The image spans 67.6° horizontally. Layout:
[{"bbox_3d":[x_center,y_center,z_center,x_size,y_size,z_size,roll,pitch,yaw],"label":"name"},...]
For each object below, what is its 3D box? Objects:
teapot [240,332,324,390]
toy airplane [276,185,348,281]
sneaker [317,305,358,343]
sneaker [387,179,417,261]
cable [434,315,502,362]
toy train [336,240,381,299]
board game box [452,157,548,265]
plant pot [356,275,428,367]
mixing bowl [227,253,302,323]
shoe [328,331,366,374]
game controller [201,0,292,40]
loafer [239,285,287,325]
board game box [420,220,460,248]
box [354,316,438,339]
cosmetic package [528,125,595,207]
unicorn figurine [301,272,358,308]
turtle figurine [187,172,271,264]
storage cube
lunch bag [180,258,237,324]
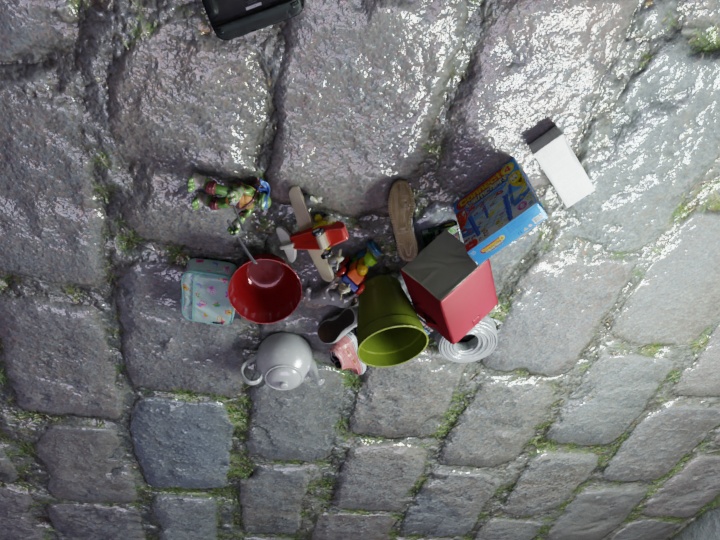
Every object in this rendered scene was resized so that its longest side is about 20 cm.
[{"bbox_3d":[-0.243,0.305,1.685,0.198,0.148,0.197,-32,125,23],"label":"teapot"},{"bbox_3d":[-0.118,-0.092,1.383,0.198,0.141,0.202,38,139,14],"label":"toy airplane"},{"bbox_3d":[-0.050,0.165,1.635,0.083,0.075,0.198,-14,166,-47],"label":"sneaker"},{"bbox_3d":[0.111,-0.134,1.402,0.068,0.109,0.207,-7,101,5],"label":"sneaker"},{"bbox_3d":[0.335,0.213,1.703,0.196,0.070,0.201,25,124,-24],"label":"cable"},{"bbox_3d":[0.000,0.000,1.415,0.084,0.201,0.116,41,111,-10],"label":"toy train"},{"bbox_3d":[0.332,-0.146,1.314,0.198,0.199,0.056,-37,124,25],"label":"board game box"},{"bbox_3d":[0.070,0.129,1.485,0.194,0.197,0.203,-8,142,-6],"label":"plant pot"},{"bbox_3d":[-0.259,0.031,1.466,0.194,0.109,0.205,-5,121,-8],"label":"mixing bowl"},{"bbox_3d":[-0.044,0.284,1.701,0.091,0.070,0.203,-43,140,-27],"label":"shoe"},{"bbox_3d":[-0.212,-0.531,1.057,0.194,0.042,0.107,-15,116,8],"label":"game controller"},{"bbox_3d":[-0.282,0.110,1.571,0.197,0.064,0.072,-32,126,21],"label":"loafer"},{"bbox_3d":[0.238,-0.042,1.511,0.102,0.024,0.203,-13,130,10],"label":"board game box"},{"bbox_3d":[0.113,0.182,1.673,0.198,0.050,0.198,35,119,-28],"label":"box"},{"bbox_3d":[0.499,-0.254,1.332,0.082,0.051,0.200,-33,125,20],"label":"cosmetic package"},{"bbox_3d":[-0.082,0.067,1.543,0.196,0.075,0.138,23,125,-22],"label":"unicorn figurine"},{"bbox_3d":[-0.321,-0.143,1.283,0.188,0.144,0.206,15,87,6],"label":"turtle figurine"},{"bbox_3d":[0.233,0.043,1.408,0.198,0.171,0.182,-38,135,-12],"label":"storage cube"},{"bbox_3d":[-0.427,0.065,1.512,0.155,0.078,0.204,7,129,-11],"label":"lunch bag"}]
